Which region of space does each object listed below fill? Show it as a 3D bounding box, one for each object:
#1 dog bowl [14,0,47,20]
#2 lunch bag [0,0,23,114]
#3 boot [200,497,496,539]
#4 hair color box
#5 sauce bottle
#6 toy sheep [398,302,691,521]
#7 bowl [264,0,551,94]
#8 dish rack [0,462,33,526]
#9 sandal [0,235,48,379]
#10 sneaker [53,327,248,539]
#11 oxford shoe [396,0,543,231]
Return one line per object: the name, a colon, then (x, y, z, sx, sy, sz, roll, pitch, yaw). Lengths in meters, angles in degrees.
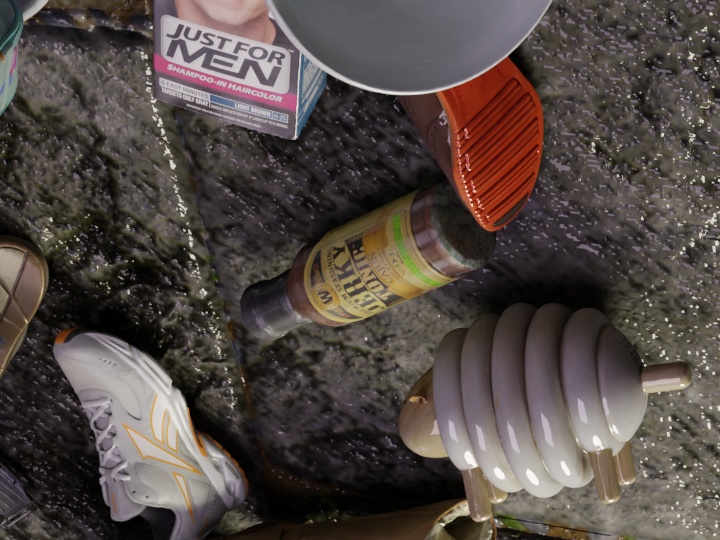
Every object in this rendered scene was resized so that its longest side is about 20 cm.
dog bowl: (-0.254, -0.245, 1.423, 0.198, 0.079, 0.201, 14, 137, 13)
lunch bag: (-0.299, -0.107, 1.375, 0.159, 0.201, 0.077, 24, 137, 5)
boot: (-0.027, 0.212, 1.717, 0.199, 0.175, 0.067, -10, 103, 37)
hair color box: (-0.070, -0.180, 1.409, 0.099, 0.061, 0.201, 16, 137, 11)
sauce bottle: (0.000, 0.000, 1.552, 0.199, 0.065, 0.065, -26, 117, 42)
toy sheep: (0.118, 0.086, 1.532, 0.198, 0.138, 0.139, -11, 128, 16)
bowl: (0.012, -0.201, 1.282, 0.202, 0.201, 0.090, 54, 167, -28)
dish rack: (-0.365, 0.189, 1.938, 0.153, 0.055, 0.200, 40, 137, -16)
sandal: (-0.287, 0.039, 1.755, 0.080, 0.054, 0.200, 31, 124, -13)
sneaker: (-0.166, 0.130, 1.737, 0.075, 0.092, 0.200, -4, 131, 53)
oxford shoe: (0.056, -0.109, 1.427, 0.072, 0.071, 0.201, 30, 151, 41)
